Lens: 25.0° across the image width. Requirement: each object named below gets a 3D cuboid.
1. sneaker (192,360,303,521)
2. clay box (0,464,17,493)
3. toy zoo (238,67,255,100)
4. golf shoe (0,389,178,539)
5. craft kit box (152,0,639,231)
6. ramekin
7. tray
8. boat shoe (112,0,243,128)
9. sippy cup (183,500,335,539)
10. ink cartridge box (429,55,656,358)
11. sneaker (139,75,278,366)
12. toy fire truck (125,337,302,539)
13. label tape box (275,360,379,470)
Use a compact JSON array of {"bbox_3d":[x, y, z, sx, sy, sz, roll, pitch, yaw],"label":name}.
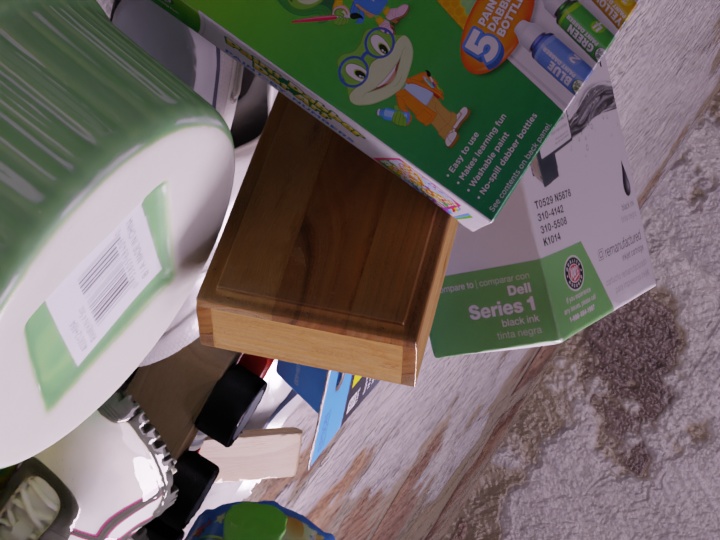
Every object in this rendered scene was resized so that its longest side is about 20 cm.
[{"bbox_3d":[-0.101,0.104,1.168,0.080,0.076,0.201,-4,133,-45],"label":"sneaker"},{"bbox_3d":[-0.216,0.105,0.800,0.115,0.048,0.200,-57,168,7],"label":"clay box"},{"bbox_3d":[-0.038,-0.111,0.962,0.131,0.020,0.201,-35,155,-56],"label":"toy zoo"},{"bbox_3d":[-0.148,0.121,0.816,0.088,0.077,0.200,-35,158,-34],"label":"golf shoe"},{"bbox_3d":[0.030,-0.155,0.713,0.200,0.197,0.049,-56,-178,-7],"label":"craft kit box"},{"bbox_3d":[-0.141,-0.014,0.673,0.200,0.097,0.200,-51,165,-19],"label":"ramekin"},{"bbox_3d":[0.000,-0.044,0.763,0.037,0.098,0.201,90,14,-51],"label":"tray"},{"bbox_3d":[-0.092,-0.062,0.804,0.070,0.071,0.201,-37,151,-45],"label":"boat shoe"},{"bbox_3d":[-0.068,0.209,0.936,0.178,0.139,0.131,-36,-154,37],"label":"sippy cup"},{"bbox_3d":[0.085,-0.068,0.913,0.146,0.084,0.201,-23,101,-56],"label":"ink cartridge box"},{"bbox_3d":[-0.092,-0.035,0.885,0.200,0.075,0.088,-46,137,13],"label":"sneaker"},{"bbox_3d":[-0.102,0.099,1.051,0.177,0.128,0.200,-61,176,18],"label":"toy fire truck"},{"bbox_3d":[0.000,0.000,0.963,0.200,0.063,0.145,-45,153,-51],"label":"label tape box"}]
